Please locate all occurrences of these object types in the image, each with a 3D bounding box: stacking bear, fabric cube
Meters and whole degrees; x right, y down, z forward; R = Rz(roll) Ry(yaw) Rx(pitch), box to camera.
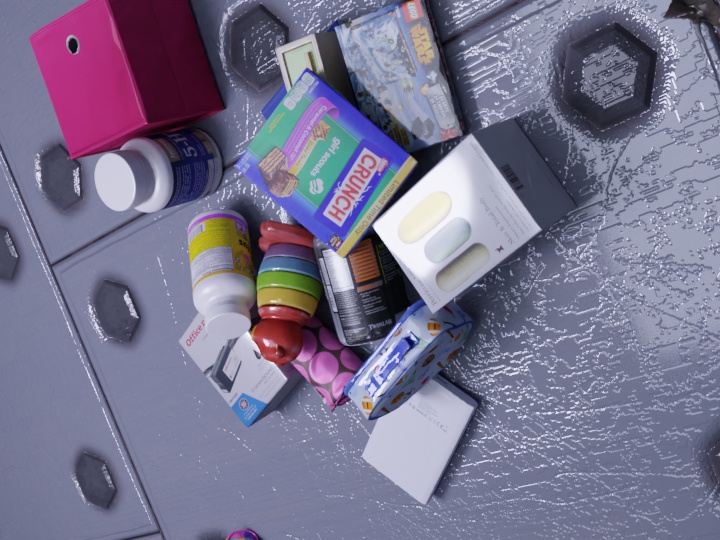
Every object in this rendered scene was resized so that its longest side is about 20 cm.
[{"bbox_3d":[-0.118,0.044,1.381,0.111,0.122,0.204,10,73,-6],"label":"stacking bear"},{"bbox_3d":[-0.375,-0.316,1.436,0.193,0.199,0.203,-14,97,33],"label":"fabric cube"}]

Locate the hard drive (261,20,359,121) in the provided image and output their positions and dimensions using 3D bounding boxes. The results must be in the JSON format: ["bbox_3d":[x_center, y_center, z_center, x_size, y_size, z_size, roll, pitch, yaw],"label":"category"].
[{"bbox_3d":[-0.055,-0.258,1.356,0.200,0.025,0.133,-42,81,33],"label":"hard drive"}]

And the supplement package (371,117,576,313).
[{"bbox_3d":[0.153,-0.075,1.203,0.199,0.150,0.153,-40,83,34],"label":"supplement package"}]

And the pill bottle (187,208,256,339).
[{"bbox_3d":[-0.223,0.007,1.439,0.104,0.103,0.203,-40,47,34],"label":"pill bottle"}]

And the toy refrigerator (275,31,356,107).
[{"bbox_3d":[-0.055,-0.238,1.304,0.075,0.070,0.204,-10,98,33],"label":"toy refrigerator"}]

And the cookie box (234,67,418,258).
[{"bbox_3d":[-0.045,-0.145,1.231,0.199,0.075,0.172,39,97,1],"label":"cookie box"}]

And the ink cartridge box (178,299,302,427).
[{"bbox_3d":[-0.200,0.141,1.529,0.200,0.084,0.145,48,123,12],"label":"ink cartridge box"}]

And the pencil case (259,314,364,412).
[{"bbox_3d":[-0.080,0.130,1.443,0.200,0.091,0.094,43,90,18],"label":"pencil case"}]

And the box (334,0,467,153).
[{"bbox_3d":[0.057,-0.268,1.256,0.134,0.040,0.204,-15,96,20],"label":"box"}]

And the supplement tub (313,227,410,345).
[{"bbox_3d":[0.000,0.000,1.339,0.121,0.122,0.204,-11,98,33],"label":"supplement tub"}]

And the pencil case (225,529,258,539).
[{"bbox_3d":[-0.238,0.591,1.691,0.087,0.088,0.203,29,119,21],"label":"pencil case"}]

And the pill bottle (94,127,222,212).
[{"bbox_3d":[-0.330,-0.161,1.452,0.118,0.199,0.122,10,110,28],"label":"pill bottle"}]

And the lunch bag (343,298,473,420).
[{"bbox_3d":[0.069,0.120,1.273,0.076,0.159,0.201,45,113,20],"label":"lunch bag"}]

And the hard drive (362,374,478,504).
[{"bbox_3d":[0.091,0.253,1.406,0.131,0.025,0.203,33,119,21],"label":"hard drive"}]

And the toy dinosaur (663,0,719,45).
[{"bbox_3d":[0.359,-0.367,1.031,0.203,0.076,0.103,64,159,16],"label":"toy dinosaur"}]
